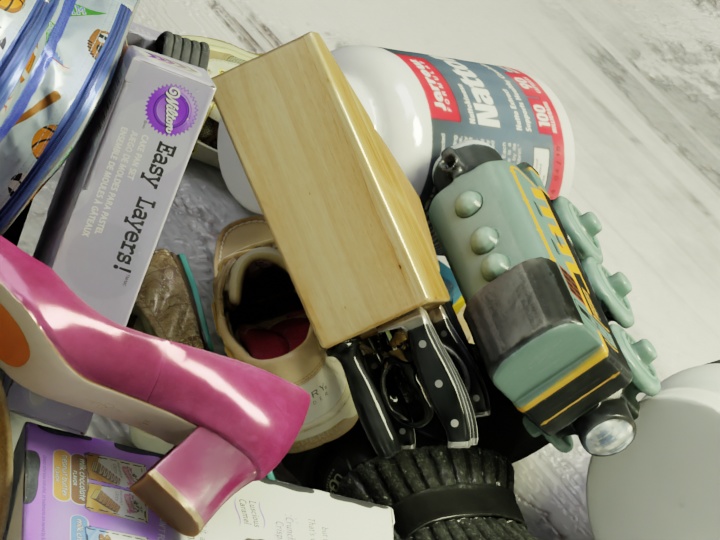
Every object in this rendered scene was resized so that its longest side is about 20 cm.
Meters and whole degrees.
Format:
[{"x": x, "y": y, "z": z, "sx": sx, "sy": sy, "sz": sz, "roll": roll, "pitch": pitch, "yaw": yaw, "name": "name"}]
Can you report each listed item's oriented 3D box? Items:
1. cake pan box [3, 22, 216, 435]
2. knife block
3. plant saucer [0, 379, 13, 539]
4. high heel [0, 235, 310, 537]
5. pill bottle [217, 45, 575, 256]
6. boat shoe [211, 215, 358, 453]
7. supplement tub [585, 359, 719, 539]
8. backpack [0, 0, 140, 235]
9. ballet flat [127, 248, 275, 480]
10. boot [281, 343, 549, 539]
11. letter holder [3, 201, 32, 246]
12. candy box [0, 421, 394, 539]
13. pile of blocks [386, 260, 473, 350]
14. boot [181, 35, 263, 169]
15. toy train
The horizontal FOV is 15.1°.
[{"x": -0.134, "y": -0.032, "z": 1.415, "sx": 0.052, "sy": 0.200, "sz": 0.184, "roll": 19, "pitch": 7, "yaw": -12, "name": "cake pan box"}, {"x": 0.000, "y": 0.000, "z": 1.401, "sx": 0.200, "sy": 0.064, "sz": 0.176, "roll": 58, "pitch": 12, "yaw": -41, "name": "knife block"}, {"x": -0.246, "y": 0.094, "z": 1.254, "sx": 0.035, "sy": 0.200, "sz": 0.200, "roll": 2, "pitch": 14, "yaw": 39, "name": "plant saucer"}, {"x": -0.115, "y": 0.029, "z": 1.316, "sx": 0.200, "sy": 0.067, "sz": 0.096, "roll": 44, "pitch": 61, "yaw": -3, "name": "high heel"}, {"x": 0.020, "y": -0.070, "z": 1.587, "sx": 0.200, "sy": 0.120, "sz": 0.120, "roll": 4, "pitch": 37, "yaw": -45, "name": "pill bottle"}, {"x": -0.046, "y": 0.017, "z": 1.491, "sx": 0.074, "sy": 0.069, "sz": 0.200, "roll": -22, "pitch": 34, "yaw": -2, "name": "boat shoe"}, {"x": 0.233, "y": 0.115, "z": 1.546, "sx": 0.140, "sy": 0.140, "sz": 0.200, "roll": 42, "pitch": 29, "yaw": 24, "name": "supplement tub"}, {"x": -0.210, "y": -0.097, "z": 1.350, "sx": 0.154, "sy": 0.200, "sz": 0.191, "roll": 32, "pitch": 36, "yaw": -4, "name": "backpack"}, {"x": -0.102, "y": 0.068, "z": 1.485, "sx": 0.065, "sy": 0.071, "sz": 0.200, "roll": -16, "pitch": 42, "yaw": -11, "name": "ballet flat"}, {"x": 0.076, "y": 0.124, "z": 1.494, "sx": 0.211, "sy": 0.079, "sz": 0.158, "roll": -17, "pitch": 46, "yaw": -37, "name": "boot"}, {"x": -0.282, "y": 0.002, "z": 1.407, "sx": 0.142, "sy": 0.101, "sz": 0.200, "roll": 27, "pitch": 32, "yaw": 6, "name": "letter holder"}, {"x": -0.080, "y": 0.172, "z": 1.325, "sx": 0.200, "sy": 0.072, "sz": 0.168, "roll": 15, "pitch": 33, "yaw": -15, "name": "candy box"}, {"x": 0.036, "y": 0.043, "z": 1.583, "sx": 0.062, "sy": 0.082, "sz": 0.200, "roll": 35, "pitch": 33, "yaw": 15, "name": "pile of blocks"}, {"x": -0.067, "y": -0.070, "z": 1.690, "sx": 0.200, "sy": 0.072, "sz": 0.155, "roll": 2, "pitch": 41, "yaw": -33, "name": "boot"}, {"x": 0.095, "y": 0.011, "z": 1.483, "sx": 0.114, "sy": 0.085, "sz": 0.200, "roll": 44, "pitch": 19, "yaw": -43, "name": "toy train"}]
